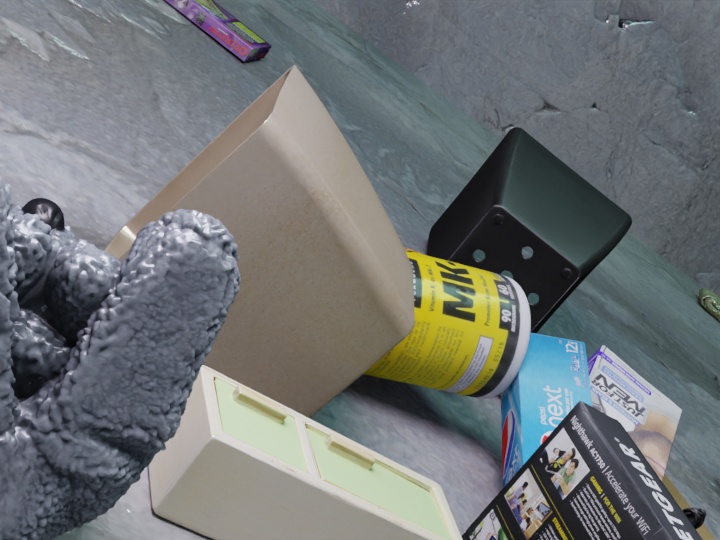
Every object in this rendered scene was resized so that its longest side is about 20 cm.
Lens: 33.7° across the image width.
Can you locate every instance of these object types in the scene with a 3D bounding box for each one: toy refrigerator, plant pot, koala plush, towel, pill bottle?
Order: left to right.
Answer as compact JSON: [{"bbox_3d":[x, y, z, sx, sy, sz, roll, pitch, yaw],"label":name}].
[{"bbox_3d":[-0.183,0.032,0.611,0.176,0.185,0.200,16,3,-26],"label":"koala plush"},{"bbox_3d":[-0.067,-0.001,0.857,0.177,0.199,0.200,46,14,-12],"label":"plant pot"},{"bbox_3d":[-0.030,0.140,0.745,0.199,0.070,0.076,30,18,-26],"label":"toy refrigerator"},{"bbox_3d":[0.038,0.040,1.036,0.199,0.115,0.115,13,26,-25],"label":"pill bottle"},{"bbox_3d":[0.197,-0.024,1.498,0.199,0.200,0.178,39,29,0],"label":"plant pot"},{"bbox_3d":[0.907,0.119,2.896,0.200,0.037,0.148,40,15,4],"label":"towel"}]

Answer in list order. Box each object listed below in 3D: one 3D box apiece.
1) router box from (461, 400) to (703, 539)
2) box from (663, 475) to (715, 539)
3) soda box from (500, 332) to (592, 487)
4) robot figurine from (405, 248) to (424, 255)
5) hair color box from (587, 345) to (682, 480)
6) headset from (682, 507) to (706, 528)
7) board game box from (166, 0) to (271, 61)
[{"bbox_3d":[0.161,0.211,0.828,0.051,0.150,0.200,28,20,-30],"label":"router box"},{"bbox_3d":[0.309,0.246,1.281,0.163,0.021,0.200,27,20,-36],"label":"box"},{"bbox_3d":[0.161,0.145,1.025,0.067,0.065,0.201,11,38,-4],"label":"soda box"},{"bbox_3d":[0.000,0.000,1.133,0.199,0.059,0.145,25,-20,-30],"label":"robot figurine"},{"bbox_3d":[0.239,0.171,1.156,0.109,0.065,0.200,39,37,1],"label":"hair color box"},{"bbox_3d":[0.229,0.259,0.946,0.123,0.094,0.200,41,28,9],"label":"headset"},{"bbox_3d":[-0.233,-0.390,1.809,0.200,0.032,0.120,38,12,1],"label":"board game box"}]
